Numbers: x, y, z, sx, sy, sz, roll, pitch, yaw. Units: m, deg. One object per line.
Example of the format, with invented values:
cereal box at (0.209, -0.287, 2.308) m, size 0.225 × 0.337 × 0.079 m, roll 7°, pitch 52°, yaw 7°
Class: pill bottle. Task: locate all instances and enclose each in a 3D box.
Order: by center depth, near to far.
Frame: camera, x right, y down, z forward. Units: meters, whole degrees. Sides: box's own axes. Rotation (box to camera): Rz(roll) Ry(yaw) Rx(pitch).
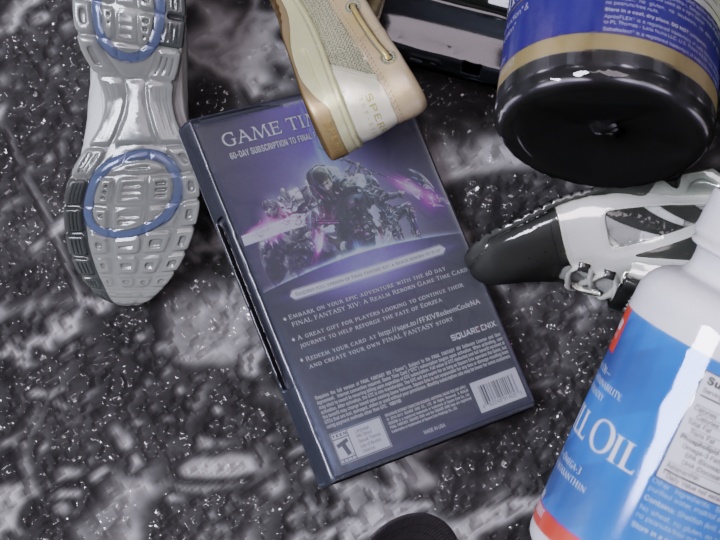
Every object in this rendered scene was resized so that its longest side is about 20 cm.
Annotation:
pill bottle at (0.171, 0.066, 1.000) m, size 0.112 × 0.112 × 0.201 m, roll 24°, pitch 98°, yaw 4°
pill bottle at (0.134, -0.154, 1.035) m, size 0.111 × 0.112 × 0.201 m, roll 8°, pitch 64°, yaw 2°

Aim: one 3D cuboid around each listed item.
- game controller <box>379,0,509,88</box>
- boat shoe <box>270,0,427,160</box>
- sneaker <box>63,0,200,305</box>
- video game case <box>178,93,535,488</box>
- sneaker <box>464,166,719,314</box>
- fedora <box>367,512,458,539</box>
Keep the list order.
game controller at (0.089, -0.151, 1.116) m, size 0.199 × 0.042 × 0.105 m, roll 15°, pitch 68°, yaw 3°
boat shoe at (-0.015, -0.146, 1.067) m, size 0.065 × 0.072 × 0.201 m, roll -22°, pitch 51°, yaw 5°
sneaker at (-0.118, -0.081, 1.090) m, size 0.074 × 0.087 × 0.201 m, roll 5°, pitch 100°, yaw 0°
video game case at (0.000, 0.000, 1.064) m, size 0.142 × 0.019 × 0.201 m, roll -17°, pitch 79°, yaw -36°
sneaker at (0.157, -0.003, 1.070) m, size 0.199 × 0.074 × 0.089 m, roll -11°, pitch 80°, yaw 0°
fedora at (-0.009, 0.224, 1.013) m, size 0.090 × 0.177 × 0.201 m, roll -4°, pitch 97°, yaw 29°
